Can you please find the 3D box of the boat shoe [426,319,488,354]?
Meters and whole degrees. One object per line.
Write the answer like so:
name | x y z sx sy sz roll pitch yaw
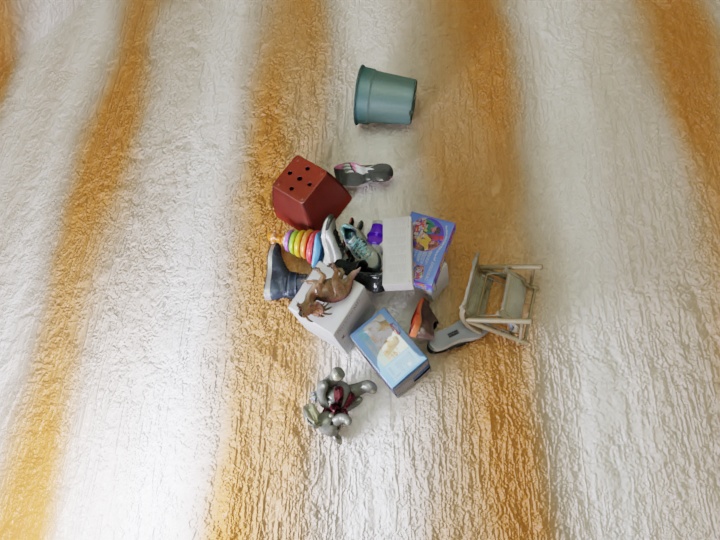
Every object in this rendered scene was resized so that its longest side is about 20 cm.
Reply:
boat shoe | 0.276 0.186 1.633 0.198 0.057 0.069 -16 64 -17

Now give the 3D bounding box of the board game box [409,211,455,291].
board game box | 0.174 -0.055 1.610 0.133 0.045 0.202 17 71 19

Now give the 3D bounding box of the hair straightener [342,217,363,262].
hair straightener | -0.028 -0.072 1.824 0.076 0.041 0.202 15 71 18

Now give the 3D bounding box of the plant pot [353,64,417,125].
plant pot | 0.089 -0.589 1.955 0.193 0.201 0.203 9 68 6

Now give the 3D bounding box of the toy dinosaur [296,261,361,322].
toy dinosaur | -0.083 0.060 1.537 0.198 0.086 0.137 -17 71 -9

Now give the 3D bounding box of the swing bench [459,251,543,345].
swing bench | 0.394 0.077 1.606 0.198 0.130 0.200 11 57 18

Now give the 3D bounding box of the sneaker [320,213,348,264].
sneaker | -0.076 -0.074 1.754 0.078 0.074 0.203 0 105 16

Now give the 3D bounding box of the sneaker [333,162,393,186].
sneaker | 0.010 -0.316 1.901 0.197 0.086 0.081 4 95 3

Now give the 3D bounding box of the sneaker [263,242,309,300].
sneaker | -0.226 0.001 1.817 0.144 0.077 0.205 -3 62 6

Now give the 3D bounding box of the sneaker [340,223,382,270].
sneaker | -0.006 -0.066 1.703 0.078 0.086 0.200 -44 50 6

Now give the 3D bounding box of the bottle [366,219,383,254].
bottle | 0.041 -0.060 1.781 0.064 0.084 0.202 11 68 4

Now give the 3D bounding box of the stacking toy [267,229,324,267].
stacking toy | -0.205 -0.089 1.813 0.198 0.110 0.118 12 106 13

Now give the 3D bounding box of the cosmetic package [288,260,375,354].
cosmetic package | -0.078 0.112 1.666 0.165 0.200 0.168 29 75 22

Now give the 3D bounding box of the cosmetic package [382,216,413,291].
cosmetic package | 0.104 -0.046 1.567 0.081 0.051 0.202 -4 66 13

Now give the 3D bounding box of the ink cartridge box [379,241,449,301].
ink cartridge box | 0.164 -0.018 1.702 0.087 0.146 0.200 -44 65 -9

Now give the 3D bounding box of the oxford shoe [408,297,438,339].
oxford shoe | 0.185 0.143 1.631 0.072 0.072 0.200 21 27 2

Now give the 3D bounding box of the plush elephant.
plush elephant | -0.070 0.383 1.573 0.199 0.164 0.156 -29 45 30

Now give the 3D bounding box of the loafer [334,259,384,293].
loafer | 0.000 0.000 1.642 0.068 0.071 0.199 -18 32 -42

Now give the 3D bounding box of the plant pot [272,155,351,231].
plant pot | -0.175 -0.252 1.860 0.199 0.177 0.201 32 76 23

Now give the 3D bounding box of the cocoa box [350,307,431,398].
cocoa box | 0.086 0.233 1.616 0.133 0.131 0.200 -38 65 -7
